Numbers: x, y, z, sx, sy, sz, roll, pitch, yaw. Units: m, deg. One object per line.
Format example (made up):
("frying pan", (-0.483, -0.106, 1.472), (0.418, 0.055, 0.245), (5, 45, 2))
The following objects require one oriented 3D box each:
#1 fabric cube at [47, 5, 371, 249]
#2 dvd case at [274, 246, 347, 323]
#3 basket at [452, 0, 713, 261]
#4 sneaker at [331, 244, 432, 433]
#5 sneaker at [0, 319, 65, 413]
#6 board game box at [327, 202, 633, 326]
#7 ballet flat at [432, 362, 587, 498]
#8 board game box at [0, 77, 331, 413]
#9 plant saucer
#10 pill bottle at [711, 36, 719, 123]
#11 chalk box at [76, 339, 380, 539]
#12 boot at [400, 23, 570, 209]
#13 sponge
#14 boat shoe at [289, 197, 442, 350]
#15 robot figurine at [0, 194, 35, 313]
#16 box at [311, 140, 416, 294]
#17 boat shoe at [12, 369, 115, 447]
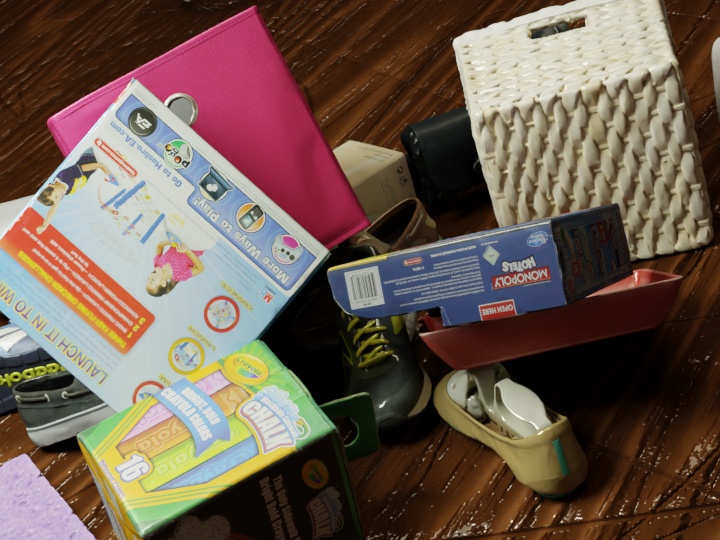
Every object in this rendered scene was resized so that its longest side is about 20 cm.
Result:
("fabric cube", (-0.129, -0.075, 1.342), (0.195, 0.201, 0.200), (-29, 2, -7))
("dvd case", (-0.114, 0.044, 1.414), (0.199, 0.018, 0.143), (-24, 12, 44))
("basket", (0.199, -0.115, 1.420), (0.196, 0.202, 0.162), (-13, 32, 9))
("sneaker", (0.006, 0.055, 1.313), (0.074, 0.085, 0.201), (-24, 31, 10))
("sneaker", (-0.323, 0.083, 1.501), (0.197, 0.075, 0.082), (-8, 25, 3))
("board game box", (0.113, -0.003, 1.204), (0.198, 0.063, 0.199), (-12, 1, 37))
("ballet flat", (0.110, 0.101, 1.204), (0.068, 0.064, 0.200), (-26, 27, -17))
("board game box", (-0.158, -0.003, 1.206), (0.196, 0.200, 0.056), (-49, 2, -4))
("plant saucer", (0.145, 0.039, 1.252), (0.197, 0.037, 0.200), (-12, 2, 2))
("pill bottle", (0.437, -0.184, 1.499), (0.197, 0.105, 0.105), (-7, 28, 20))
("chalk box", (-0.080, 0.146, 1.145), (0.198, 0.126, 0.124), (-27, 41, -18))
("boot", (0.124, -0.147, 1.535), (0.166, 0.201, 0.077), (-18, 57, -11))
("sponge", (-0.279, 0.218, 1.260), (0.111, 0.030, 0.200), (-28, 29, -19))
("boat shoe", (0.000, 0.000, 1.453), (0.075, 0.073, 0.200), (6, 35, 39))
("robot figurine", (-0.332, -0.021, 1.652), (0.197, 0.114, 0.170), (-15, 17, 6))
("box", (-0.046, -0.043, 1.557), (0.199, 0.079, 0.094), (-34, 32, -30))
("boat shoe", (-0.223, 0.097, 1.363), (0.198, 0.057, 0.069), (-24, 14, 30))
